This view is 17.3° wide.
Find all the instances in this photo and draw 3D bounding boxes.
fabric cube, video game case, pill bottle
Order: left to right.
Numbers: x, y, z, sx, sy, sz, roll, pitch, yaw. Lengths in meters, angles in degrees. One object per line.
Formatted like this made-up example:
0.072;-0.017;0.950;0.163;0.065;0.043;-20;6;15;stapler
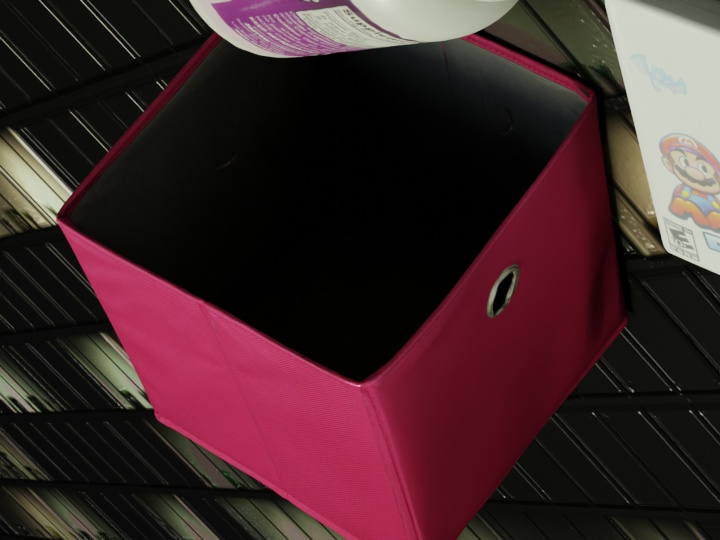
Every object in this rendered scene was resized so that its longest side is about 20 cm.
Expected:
0.000;0.000;1.201;0.199;0.196;0.200;28;155;27;fabric cube
0.010;-0.151;1.005;0.112;0.112;0.200;50;156;-23;pill bottle
0.205;-0.035;1.030;0.199;0.024;0.182;26;154;33;video game case
